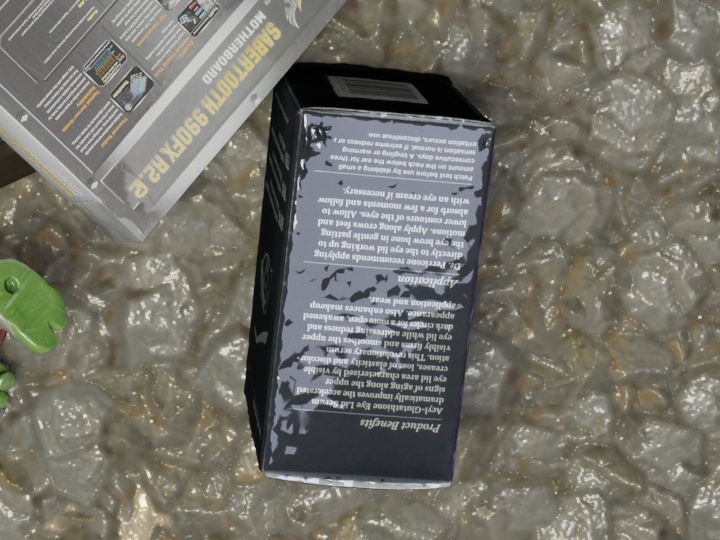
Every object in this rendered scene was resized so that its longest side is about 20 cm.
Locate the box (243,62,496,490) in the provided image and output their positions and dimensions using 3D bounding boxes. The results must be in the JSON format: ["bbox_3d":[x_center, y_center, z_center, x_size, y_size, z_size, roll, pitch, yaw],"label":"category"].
[{"bbox_3d":[0.000,0.000,1.169,0.104,0.148,0.200,4,105,-8],"label":"box"}]

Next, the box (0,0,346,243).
[{"bbox_3d":[-0.114,-0.140,1.131,0.158,0.048,0.200,44,75,-20],"label":"box"}]

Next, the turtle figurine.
[{"bbox_3d":[-0.230,0.082,1.154,0.144,0.194,0.200,-1,74,-39],"label":"turtle figurine"}]

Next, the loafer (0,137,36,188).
[{"bbox_3d":[-0.201,-0.071,1.165,0.071,0.073,0.200,40,97,-12],"label":"loafer"}]
